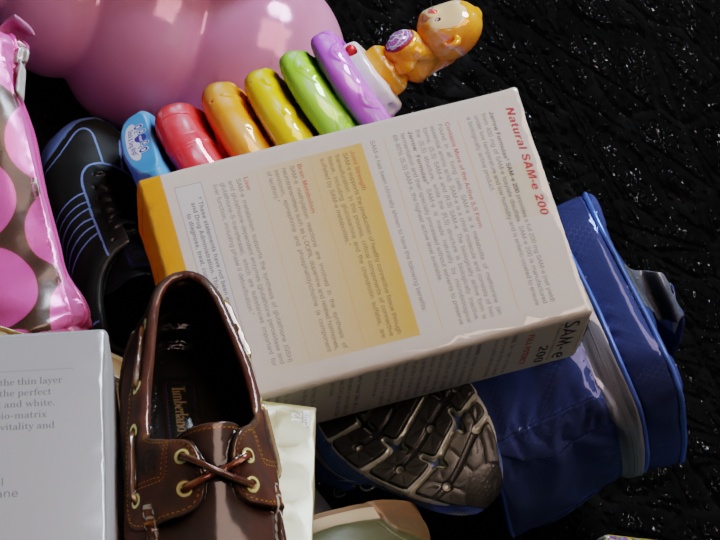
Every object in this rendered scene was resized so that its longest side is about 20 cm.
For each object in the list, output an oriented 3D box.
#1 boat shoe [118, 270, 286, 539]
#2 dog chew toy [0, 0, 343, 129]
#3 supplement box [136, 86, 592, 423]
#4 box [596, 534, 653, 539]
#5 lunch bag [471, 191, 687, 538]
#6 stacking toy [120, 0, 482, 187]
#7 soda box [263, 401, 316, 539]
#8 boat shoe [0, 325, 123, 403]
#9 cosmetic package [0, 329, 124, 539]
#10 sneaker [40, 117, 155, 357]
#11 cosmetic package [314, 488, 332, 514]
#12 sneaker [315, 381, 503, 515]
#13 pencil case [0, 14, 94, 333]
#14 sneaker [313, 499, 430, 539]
[{"bbox_3d":[-0.070,0.088,1.135,0.070,0.071,0.201,-2,46,-16],"label":"boat shoe"},{"bbox_3d":[-0.111,-0.128,1.482,0.199,0.125,0.125,18,48,-17],"label":"dog chew toy"},{"bbox_3d":[0.000,0.000,1.303,0.199,0.074,0.127,-13,70,-9],"label":"supplement box"},{"bbox_3d":[0.183,0.260,1.373,0.192,0.122,0.201,11,55,-36],"label":"box"},{"bbox_3d":[0.110,0.046,1.436,0.132,0.200,0.136,-24,71,-2],"label":"lunch bag"},{"bbox_3d":[-0.019,-0.081,1.395,0.110,0.200,0.116,51,8,-27],"label":"stacking toy"},{"bbox_3d":[-0.058,0.149,1.171,0.067,0.064,0.201,8,44,-6],"label":"soda box"},{"bbox_3d":[-0.178,0.061,1.251,0.199,0.074,0.066,14,4,-9],"label":"boat shoe"},{"bbox_3d":[-0.201,0.143,1.135,0.198,0.123,0.201,-3,55,-2],"label":"cosmetic package"},{"bbox_3d":[-0.127,-0.009,1.402,0.070,0.078,0.201,12,52,-31],"label":"sneaker"},{"bbox_3d":[-0.074,0.182,1.317,0.151,0.052,0.200,49,42,8],"label":"cosmetic package"},{"bbox_3d":[0.007,0.078,1.384,0.079,0.200,0.089,-48,134,-13],"label":"sneaker"},{"bbox_3d":[-0.191,-0.031,1.352,0.091,0.093,0.201,49,22,-66],"label":"pencil case"},{"bbox_3d":[-0.042,0.174,1.261,0.199,0.067,0.090,-8,60,-33],"label":"sneaker"}]
